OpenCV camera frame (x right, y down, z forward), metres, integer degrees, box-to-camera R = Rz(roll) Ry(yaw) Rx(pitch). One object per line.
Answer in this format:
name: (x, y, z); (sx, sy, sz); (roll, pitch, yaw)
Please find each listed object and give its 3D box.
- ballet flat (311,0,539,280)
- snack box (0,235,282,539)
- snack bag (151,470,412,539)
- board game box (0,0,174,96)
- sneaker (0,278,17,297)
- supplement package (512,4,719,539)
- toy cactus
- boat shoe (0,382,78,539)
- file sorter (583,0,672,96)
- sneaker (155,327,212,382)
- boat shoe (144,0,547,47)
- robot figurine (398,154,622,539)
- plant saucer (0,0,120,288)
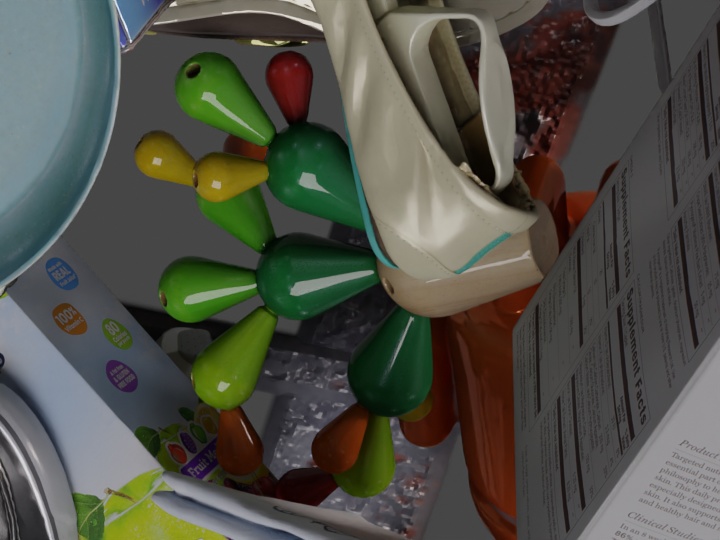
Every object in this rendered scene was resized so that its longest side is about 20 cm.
ballet flat: (0.015, -0.098, 0.960); (0.069, 0.069, 0.201); (-18, 92, 13)
snack box: (-0.155, 0.082, 1.128); (0.200, 0.068, 0.169); (48, 118, 2)
snack bag: (0.047, 0.119, 1.027); (0.199, 0.188, 0.022); (18, 87, -37)
board game box: (-0.178, -0.152, 0.938); (0.158, 0.097, 0.201); (-19, 105, 14)
sneaker: (-0.210, 0.011, 1.043); (0.200, 0.077, 0.089); (-41, 101, 18)
supplement package: (0.162, 0.025, 0.916); (0.151, 0.151, 0.201); (19, 129, -14)
toy cactus: (0.000, 0.000, 1.045); (0.164, 0.102, 0.201); (-9, 106, 26)
boat shoe: (-0.158, 0.145, 1.075); (0.069, 0.066, 0.201); (9, 111, 18)
file sorter: (0.185, -0.098, 0.999); (0.124, 0.139, 0.200); (-34, 121, 25)
sneaker: (-0.127, 0.097, 1.189); (0.080, 0.071, 0.201); (24, 124, -15)
boat shoe: (-0.026, -0.119, 1.029); (0.198, 0.060, 0.072); (-1, 96, -2)
robot figurine: (0.098, 0.049, 1.124); (0.143, 0.117, 0.201); (-21, 129, -15)
plant saucer: (-0.174, -0.080, 0.896); (0.198, 0.027, 0.202); (3, 109, 8)
